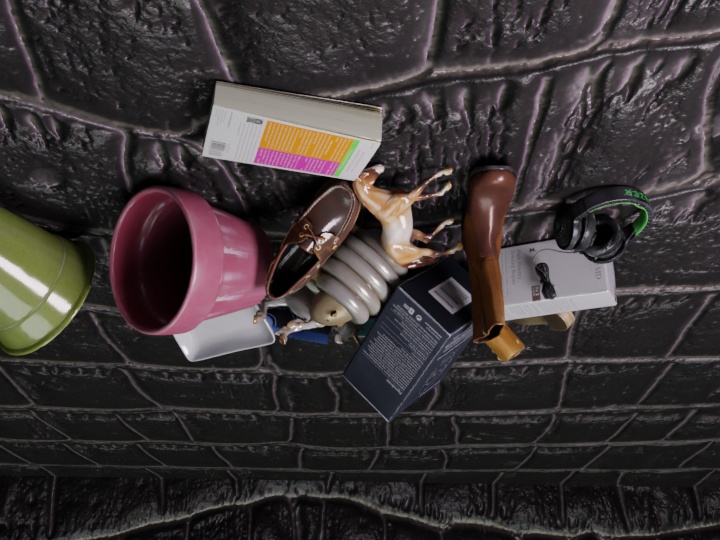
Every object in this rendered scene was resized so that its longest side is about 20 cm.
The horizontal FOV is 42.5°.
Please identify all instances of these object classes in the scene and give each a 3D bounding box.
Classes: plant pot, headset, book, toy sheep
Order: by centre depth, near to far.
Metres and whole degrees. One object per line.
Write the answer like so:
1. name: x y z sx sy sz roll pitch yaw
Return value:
1. book: -0.086 -0.161 1.121 0.198 0.049 0.134 8 158 -13
2. plant pot: -0.227 -0.010 1.311 0.199 0.202 0.178 -19 165 39
3. headset: 0.326 -0.040 1.318 0.123 0.095 0.200 18 140 -34
4. plant pot: -0.525 -0.009 1.340 0.199 0.202 0.190 -13 141 30
5. toy sheep: 0.000 0.000 1.350 0.138 0.200 0.138 40 173 6

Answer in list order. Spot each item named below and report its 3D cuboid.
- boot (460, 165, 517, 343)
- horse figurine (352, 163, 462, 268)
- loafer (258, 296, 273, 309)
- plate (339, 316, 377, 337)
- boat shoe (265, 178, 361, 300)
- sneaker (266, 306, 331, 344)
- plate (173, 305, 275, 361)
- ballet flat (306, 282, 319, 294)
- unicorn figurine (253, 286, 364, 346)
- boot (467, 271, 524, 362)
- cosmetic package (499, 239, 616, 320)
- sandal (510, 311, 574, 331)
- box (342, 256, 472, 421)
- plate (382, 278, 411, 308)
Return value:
1. boot: 0.169 -0.021 1.232 0.068 0.202 0.189 5 156 -10
2. horse figurine: 0.068 -0.066 1.266 0.131 0.050 0.201 -18 132 -5
3. loafer: -0.132 0.026 1.537 0.198 0.072 0.063 8 137 -16
4. plate: 0.060 0.079 1.600 0.198 0.026 0.200 -10 -172 1
5. boat shoe: -0.066 -0.039 1.266 0.070 0.070 0.201 34 116 0
6. sneaker: -0.124 0.076 1.602 0.070 0.079 0.199 3 170 39
7. plate: -0.250 0.045 1.504 0.199 0.032 0.201 -15 111 33
8. ballet flat: -0.027 0.005 1.454 0.198 0.069 0.072 -7 -170 16
9. unicorn figurine: -0.085 0.062 1.409 0.137 0.200 0.074 -28 159 -43
10. boot: 0.203 0.082 1.510 0.071 0.144 0.201 -42 158 12
11. cosmetic package: 0.287 0.011 1.431 0.198 0.103 0.074 -12 155 24
12. sandal: 0.292 0.046 1.544 0.078 0.070 0.211 53 162 -25
13. box: 0.088 0.102 1.383 0.148 0.107 0.201 -27 154 -50
14. plate: 0.052 0.042 1.509 0.198 0.026 0.200 -14 172 -2
